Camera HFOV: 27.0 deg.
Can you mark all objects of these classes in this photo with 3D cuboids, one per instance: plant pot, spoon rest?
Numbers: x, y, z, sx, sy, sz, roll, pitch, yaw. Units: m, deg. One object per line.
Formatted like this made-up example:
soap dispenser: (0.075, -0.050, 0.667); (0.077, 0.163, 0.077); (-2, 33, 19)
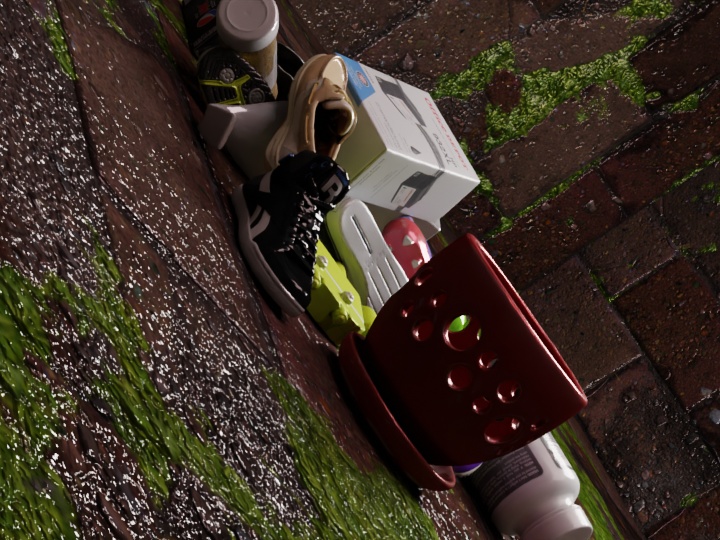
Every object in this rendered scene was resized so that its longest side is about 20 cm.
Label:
plant pot: (0.089, 0.092, 1.431); (0.201, 0.182, 0.201); (55, 8, -12)
spoon rest: (-0.109, -0.142, 1.578); (0.060, 0.100, 0.200); (32, 9, 25)

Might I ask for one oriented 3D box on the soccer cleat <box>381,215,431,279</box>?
soccer cleat: (0.073, 0.032, 1.751); (0.077, 0.066, 0.201); (-59, 132, -64)

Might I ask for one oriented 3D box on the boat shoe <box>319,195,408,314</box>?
boat shoe: (0.000, 0.000, 1.683); (0.071, 0.072, 0.201); (13, -50, 48)

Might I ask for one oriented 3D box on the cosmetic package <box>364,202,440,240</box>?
cosmetic package: (0.002, -0.112, 1.838); (0.200, 0.090, 0.107); (39, 31, -29)

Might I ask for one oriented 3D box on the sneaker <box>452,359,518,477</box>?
sneaker: (0.145, 0.138, 1.634); (0.069, 0.100, 0.200); (38, 44, 11)

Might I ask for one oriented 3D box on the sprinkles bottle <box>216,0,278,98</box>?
sprinkles bottle: (-0.126, -0.245, 1.702); (0.068, 0.068, 0.200); (58, -12, 14)

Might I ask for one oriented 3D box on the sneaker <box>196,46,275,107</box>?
sneaker: (-0.123, -0.163, 1.670); (0.200, 0.075, 0.076); (55, -14, -29)

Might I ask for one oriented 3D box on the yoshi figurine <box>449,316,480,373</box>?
yoshi figurine: (0.080, 0.078, 1.624); (0.113, 0.112, 0.200); (48, 5, -6)

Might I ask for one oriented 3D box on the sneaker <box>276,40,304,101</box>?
sneaker: (-0.095, -0.211, 1.889); (0.104, 0.060, 0.200); (29, -23, -9)

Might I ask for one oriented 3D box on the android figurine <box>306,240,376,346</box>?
android figurine: (-0.041, 0.005, 1.534); (0.183, 0.041, 0.200); (55, 6, -13)

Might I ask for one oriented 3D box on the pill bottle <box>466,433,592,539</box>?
pill bottle: (0.181, 0.232, 1.716); (0.201, 0.110, 0.111); (60, 8, 29)

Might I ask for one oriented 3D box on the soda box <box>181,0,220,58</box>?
soda box: (-0.175, -0.300, 1.883); (0.071, 0.063, 0.200); (53, 9, -28)

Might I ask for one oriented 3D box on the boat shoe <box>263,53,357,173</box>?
boat shoe: (-0.038, -0.156, 1.563); (0.074, 0.069, 0.201); (57, 36, -36)

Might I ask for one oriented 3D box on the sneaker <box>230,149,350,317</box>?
sneaker: (-0.054, -0.049, 1.390); (0.073, 0.112, 0.200); (49, 10, -36)

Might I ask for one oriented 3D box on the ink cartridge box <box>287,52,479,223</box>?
ink cartridge box: (0.029, -0.149, 1.725); (0.199, 0.084, 0.146); (14, 43, -54)
